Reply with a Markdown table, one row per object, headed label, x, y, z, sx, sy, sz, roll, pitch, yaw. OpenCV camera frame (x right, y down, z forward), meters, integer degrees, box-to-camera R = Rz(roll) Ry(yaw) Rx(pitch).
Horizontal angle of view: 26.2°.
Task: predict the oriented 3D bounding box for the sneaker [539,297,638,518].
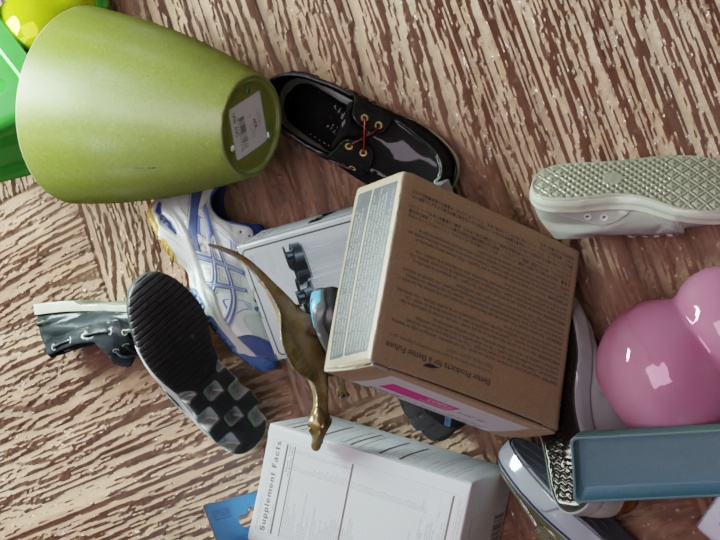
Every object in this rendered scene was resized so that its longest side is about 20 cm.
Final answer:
| label | x | y | z | sx | sy | sz | roll | pitch | yaw |
| --- | --- | --- | --- | --- | --- | --- | --- | --- | --- |
| sneaker | 0.193 | 0.118 | 1.329 | 0.073 | 0.084 | 0.201 | -30 | 56 | 43 |

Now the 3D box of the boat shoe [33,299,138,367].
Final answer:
| label | x | y | z | sx | sy | sz | roll | pitch | yaw |
| --- | --- | --- | --- | --- | --- | --- | --- | --- | --- |
| boat shoe | -0.240 | 0.062 | 1.524 | 0.198 | 0.074 | 0.067 | -1 | 92 | 26 |

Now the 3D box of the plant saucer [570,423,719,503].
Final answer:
| label | x | y | z | sx | sy | sz | roll | pitch | yaw |
| --- | --- | --- | --- | --- | --- | --- | --- | --- | --- |
| plant saucer | 0.266 | 0.148 | 1.217 | 0.199 | 0.019 | 0.070 | -4 | 124 | 7 |

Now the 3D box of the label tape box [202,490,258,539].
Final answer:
| label | x | y | z | sx | sy | sz | roll | pitch | yaw |
| --- | --- | --- | --- | --- | --- | --- | --- | --- | --- |
| label tape box | -0.089 | 0.308 | 1.411 | 0.063 | 0.144 | 0.201 | -30 | 77 | 24 |

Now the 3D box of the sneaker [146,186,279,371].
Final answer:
| label | x | y | z | sx | sy | sz | roll | pitch | yaw |
| --- | --- | --- | --- | --- | --- | --- | --- | --- | --- |
| sneaker | -0.120 | -0.002 | 1.468 | 0.088 | 0.075 | 0.201 | -33 | 84 | 5 |

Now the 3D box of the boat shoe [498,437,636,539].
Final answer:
| label | x | y | z | sx | sy | sz | roll | pitch | yaw |
| --- | --- | --- | --- | --- | --- | --- | --- | --- | --- |
| boat shoe | 0.184 | 0.230 | 1.323 | 0.200 | 0.072 | 0.062 | 46 | 115 | 17 |

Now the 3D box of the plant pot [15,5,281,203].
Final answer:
| label | x | y | z | sx | sy | sz | roll | pitch | yaw |
| --- | --- | --- | --- | --- | --- | --- | --- | --- | --- |
| plant pot | -0.179 | -0.141 | 1.422 | 0.199 | 0.187 | 0.188 | 11 | 94 | 31 |

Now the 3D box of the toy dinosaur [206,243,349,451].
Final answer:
| label | x | y | z | sx | sy | sz | roll | pitch | yaw |
| --- | --- | --- | --- | --- | --- | --- | --- | --- | --- |
| toy dinosaur | -0.052 | 0.051 | 1.345 | 0.058 | 0.101 | 0.201 | -26 | 89 | 22 |

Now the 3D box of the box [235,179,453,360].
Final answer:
| label | x | y | z | sx | sy | sz | roll | pitch | yaw |
| --- | --- | --- | --- | --- | --- | --- | --- | --- | --- |
| box | 0.000 | 0.000 | 1.399 | 0.199 | 0.060 | 0.117 | -16 | 102 | 25 |

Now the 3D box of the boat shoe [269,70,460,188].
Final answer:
| label | x | y | z | sx | sy | sz | roll | pitch | yaw |
| --- | --- | --- | --- | --- | --- | --- | --- | --- | --- |
| boat shoe | -0.003 | -0.122 | 1.419 | 0.201 | 0.063 | 0.074 | 29 | 100 | 21 |

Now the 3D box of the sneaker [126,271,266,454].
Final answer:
| label | x | y | z | sx | sy | sz | roll | pitch | yaw |
| --- | --- | --- | --- | --- | --- | --- | --- | --- | --- |
| sneaker | -0.169 | 0.084 | 1.446 | 0.088 | 0.074 | 0.201 | 20 | 143 | 57 |

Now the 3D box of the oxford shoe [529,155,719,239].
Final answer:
| label | x | y | z | sx | sy | sz | roll | pitch | yaw |
| --- | --- | --- | --- | --- | --- | --- | --- | --- | --- |
| oxford shoe | 0.243 | -0.056 | 1.306 | 0.199 | 0.075 | 0.058 | 0 | 131 | 18 |

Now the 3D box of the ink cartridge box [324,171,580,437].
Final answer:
| label | x | y | z | sx | sy | sz | roll | pitch | yaw |
| --- | --- | --- | --- | --- | --- | --- | --- | --- | --- |
| ink cartridge box | 0.079 | 0.032 | 1.277 | 0.075 | 0.199 | 0.166 | -14 | 59 | 53 |

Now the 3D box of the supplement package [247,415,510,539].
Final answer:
| label | x | y | z | sx | sy | sz | roll | pitch | yaw |
| --- | --- | --- | --- | --- | --- | --- | --- | --- | --- |
| supplement package | 0.018 | 0.208 | 1.379 | 0.199 | 0.109 | 0.114 | 15 | 96 | 25 |

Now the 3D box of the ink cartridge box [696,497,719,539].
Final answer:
| label | x | y | z | sx | sy | sz | roll | pitch | yaw |
| --- | --- | --- | --- | --- | --- | --- | --- | --- | --- |
| ink cartridge box | 0.395 | 0.202 | 1.233 | 0.200 | 0.047 | 0.161 | 38 | 105 | 23 |

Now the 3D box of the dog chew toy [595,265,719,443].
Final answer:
| label | x | y | z | sx | sy | sz | roll | pitch | yaw |
| --- | --- | --- | --- | --- | --- | --- | --- | --- | --- |
| dog chew toy | 0.290 | 0.054 | 1.249 | 0.200 | 0.124 | 0.125 | -38 | 74 | 13 |

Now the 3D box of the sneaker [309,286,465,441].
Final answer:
| label | x | y | z | sx | sy | sz | roll | pitch | yaw |
| --- | --- | --- | --- | --- | --- | --- | --- | --- | --- |
| sneaker | 0.038 | 0.067 | 1.342 | 0.082 | 0.200 | 0.073 | -33 | 35 | 27 |

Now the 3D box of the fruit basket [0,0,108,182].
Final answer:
| label | x | y | z | sx | sy | sz | roll | pitch | yaw |
| --- | --- | --- | --- | --- | --- | --- | --- | --- | --- |
| fruit basket | -0.344 | -0.214 | 1.561 | 0.214 | 0.156 | 0.217 | 4 | 62 | -7 |
